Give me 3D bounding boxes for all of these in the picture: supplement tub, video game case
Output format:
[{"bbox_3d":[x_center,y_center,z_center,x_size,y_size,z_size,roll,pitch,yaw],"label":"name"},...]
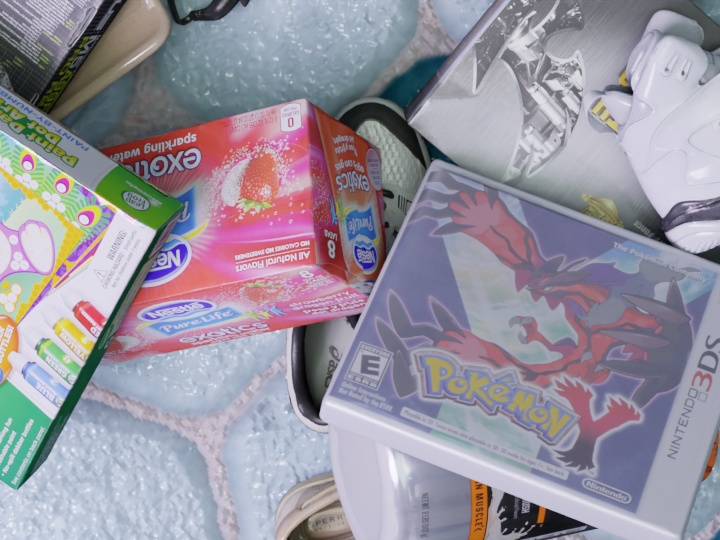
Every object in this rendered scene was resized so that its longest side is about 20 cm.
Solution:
[{"bbox_3d":[0.091,0.091,1.342,0.199,0.123,0.123,-11,97,-16],"label":"supplement tub"},{"bbox_3d":[0.101,0.042,1.290,0.199,0.023,0.183,20,53,6],"label":"video game case"}]

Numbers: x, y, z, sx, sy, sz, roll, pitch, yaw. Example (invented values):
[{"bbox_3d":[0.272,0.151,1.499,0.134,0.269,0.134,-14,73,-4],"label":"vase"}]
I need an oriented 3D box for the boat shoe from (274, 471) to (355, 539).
[{"bbox_3d":[0.045,0.134,1.422,0.199,0.065,0.072,-16,97,3],"label":"boat shoe"}]

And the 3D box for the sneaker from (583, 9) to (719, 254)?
[{"bbox_3d":[0.221,-0.107,1.313,0.200,0.075,0.115,-39,103,16],"label":"sneaker"}]

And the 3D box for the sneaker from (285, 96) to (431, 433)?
[{"bbox_3d":[0.000,0.000,1.397,0.075,0.088,0.201,8,96,4],"label":"sneaker"}]

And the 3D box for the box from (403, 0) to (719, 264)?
[{"bbox_3d":[0.149,-0.087,1.386,0.200,0.048,0.158,40,97,-10],"label":"box"}]

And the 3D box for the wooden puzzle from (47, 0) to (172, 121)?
[{"bbox_3d":[-0.230,-0.168,1.403,0.185,0.046,0.200,-34,90,13],"label":"wooden puzzle"}]

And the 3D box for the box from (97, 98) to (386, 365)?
[{"bbox_3d":[-0.092,-0.018,1.351,0.199,0.095,0.100,-11,71,25],"label":"box"}]

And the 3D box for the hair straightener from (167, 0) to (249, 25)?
[{"bbox_3d":[-0.058,-0.231,1.399,0.077,0.041,0.200,36,102,-2],"label":"hair straightener"}]

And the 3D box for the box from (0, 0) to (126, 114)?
[{"bbox_3d":[-0.240,-0.174,1.356,0.200,0.044,0.160,37,105,5],"label":"box"}]

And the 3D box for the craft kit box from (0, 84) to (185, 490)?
[{"bbox_3d":[-0.222,-0.010,1.304,0.197,0.049,0.200,34,121,6],"label":"craft kit box"}]
